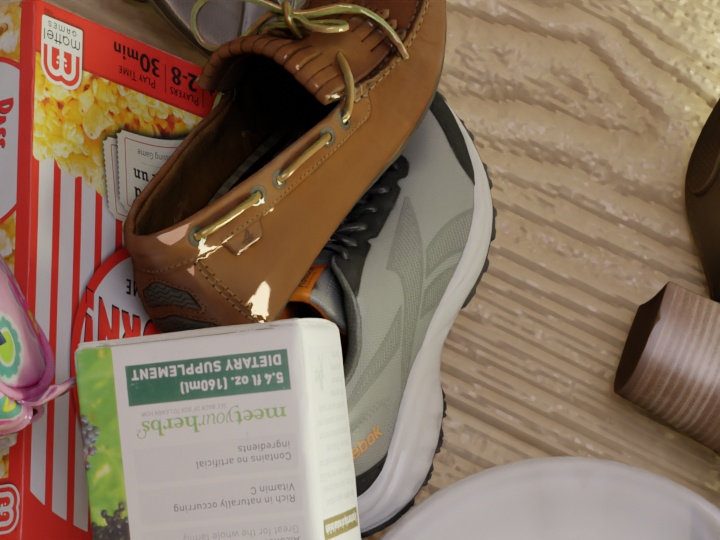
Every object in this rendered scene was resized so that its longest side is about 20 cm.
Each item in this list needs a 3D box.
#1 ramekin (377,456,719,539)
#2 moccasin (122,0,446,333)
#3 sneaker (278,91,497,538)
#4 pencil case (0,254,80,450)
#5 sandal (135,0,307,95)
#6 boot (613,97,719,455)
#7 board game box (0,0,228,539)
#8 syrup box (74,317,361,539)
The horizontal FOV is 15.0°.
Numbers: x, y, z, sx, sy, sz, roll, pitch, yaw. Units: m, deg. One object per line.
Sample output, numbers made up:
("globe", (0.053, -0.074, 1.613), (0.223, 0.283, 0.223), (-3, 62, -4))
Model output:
("ramekin", (0.072, 0.177, 1.034), (0.201, 0.094, 0.204), (4, 74, -13))
("moccasin", (-0.029, -0.063, 1.019), (0.202, 0.073, 0.078), (-53, 133, -31))
("sneaker", (0.000, 0.000, 1.048), (0.079, 0.074, 0.201), (49, 40, -43))
("pencil case", (-0.195, 0.057, 0.919), (0.199, 0.087, 0.088), (-31, 84, 12))
("sandal", (-0.087, -0.140, 1.098), (0.199, 0.054, 0.081), (32, 71, -4))
("boot", (0.207, -0.003, 1.127), (0.155, 0.077, 0.201), (23, 73, -6))
("board game box", (-0.089, 0.017, 1.016), (0.151, 0.046, 0.201), (18, 67, -52))
("syrup box", (-0.041, 0.120, 0.924), (0.078, 0.081, 0.201), (-6, 87, 9))
